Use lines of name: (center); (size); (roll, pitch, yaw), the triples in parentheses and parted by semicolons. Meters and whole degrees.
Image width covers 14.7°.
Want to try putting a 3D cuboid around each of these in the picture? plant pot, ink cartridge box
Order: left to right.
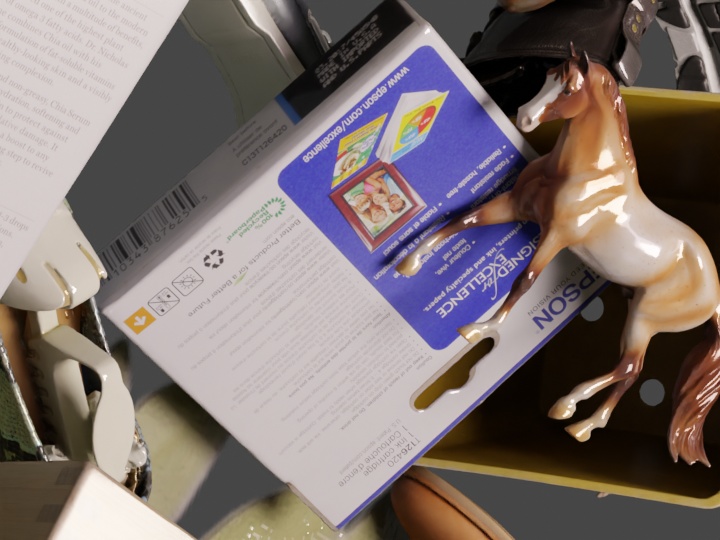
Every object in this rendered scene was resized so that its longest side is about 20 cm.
ink cartridge box: (0.000, 0.000, 1.314); (0.198, 0.047, 0.200); (-42, 133, 1)
plant pot: (0.133, 0.015, 1.456); (0.176, 0.199, 0.201); (15, 82, -66)

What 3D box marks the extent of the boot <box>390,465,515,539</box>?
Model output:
boot: (0.035, 0.213, 1.446); (0.155, 0.077, 0.200); (-37, 107, -8)

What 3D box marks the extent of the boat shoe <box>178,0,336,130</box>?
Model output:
boat shoe: (-0.030, -0.101, 1.324); (0.062, 0.073, 0.200); (-51, 125, -29)

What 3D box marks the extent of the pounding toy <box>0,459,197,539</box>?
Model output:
pounding toy: (-0.133, 0.188, 1.165); (0.184, 0.200, 0.143); (40, 63, -29)

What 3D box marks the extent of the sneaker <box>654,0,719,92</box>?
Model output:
sneaker: (0.213, -0.168, 1.624); (0.090, 0.078, 0.201); (-47, 134, -47)

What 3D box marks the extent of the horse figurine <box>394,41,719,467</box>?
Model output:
horse figurine: (0.113, 0.002, 1.305); (0.133, 0.050, 0.200); (-46, 113, 2)

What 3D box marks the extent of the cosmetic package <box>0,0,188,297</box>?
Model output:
cosmetic package: (-0.149, -0.091, 1.111); (0.101, 0.071, 0.200); (28, 98, -42)

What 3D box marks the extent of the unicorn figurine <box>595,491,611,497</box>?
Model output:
unicorn figurine: (0.221, 0.045, 1.646); (0.200, 0.074, 0.138); (-30, 128, -52)

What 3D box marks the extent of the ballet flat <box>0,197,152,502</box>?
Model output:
ballet flat: (-0.132, 0.023, 1.213); (0.074, 0.074, 0.201); (-38, 122, -42)

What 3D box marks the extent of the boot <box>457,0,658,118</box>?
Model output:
boot: (0.087, -0.146, 1.369); (0.069, 0.200, 0.174); (48, 60, -28)

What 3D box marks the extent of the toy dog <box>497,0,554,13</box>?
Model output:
toy dog: (0.036, -0.184, 1.241); (0.194, 0.140, 0.200); (-52, 147, 16)
